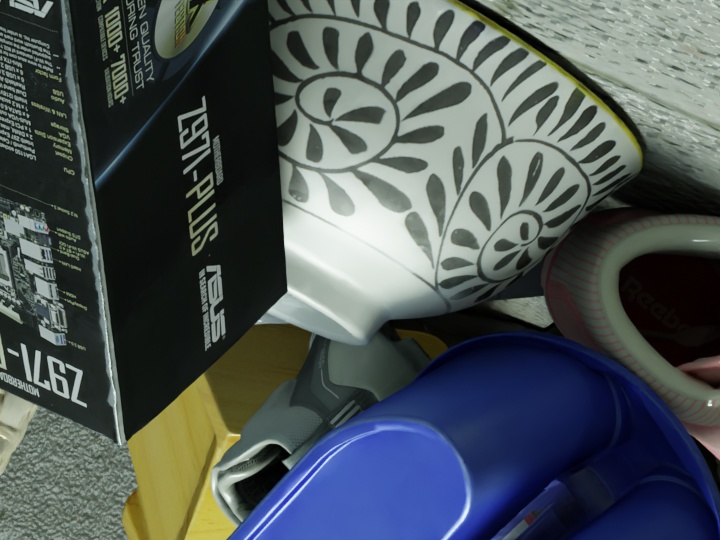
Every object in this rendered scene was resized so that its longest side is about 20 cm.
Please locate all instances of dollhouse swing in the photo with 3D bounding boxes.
[{"bbox_3d":[-0.036,0.056,1.326,0.180,0.177,0.200,6,147,-11],"label":"dollhouse swing"}]

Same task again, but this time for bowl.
[{"bbox_3d":[-0.017,-0.036,0.871,0.200,0.095,0.201,26,172,4],"label":"bowl"}]

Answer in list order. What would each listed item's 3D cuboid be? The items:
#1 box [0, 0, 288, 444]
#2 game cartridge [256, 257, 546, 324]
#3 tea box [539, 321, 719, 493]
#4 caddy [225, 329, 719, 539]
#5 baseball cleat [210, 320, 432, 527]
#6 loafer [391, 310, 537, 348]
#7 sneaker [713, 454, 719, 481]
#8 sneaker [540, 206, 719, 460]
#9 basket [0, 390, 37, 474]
[{"bbox_3d":[-0.128,-0.066,0.778,0.199,0.086,0.165,21,134,28],"label":"box"},{"bbox_3d":[0.000,0.000,1.051,0.129,0.039,0.200,-1,179,-16],"label":"game cartridge"},{"bbox_3d":[0.100,0.132,1.052,0.200,0.134,0.197,48,-168,4],"label":"tea box"},{"bbox_3d":[0.036,0.111,0.899,0.105,0.200,0.142,-21,-111,-49],"label":"caddy"},{"bbox_3d":[-0.019,0.063,1.108,0.070,0.106,0.200,50,174,5],"label":"baseball cleat"},{"bbox_3d":[0.054,0.059,1.332,0.199,0.070,0.075,21,171,30],"label":"loafer"},{"bbox_3d":[0.213,0.088,1.025,0.083,0.081,0.200,-1,160,41],"label":"sneaker"},{"bbox_3d":[0.153,0.042,0.897,0.199,0.076,0.105,30,177,-1],"label":"sneaker"},{"bbox_3d":[-0.236,-0.019,1.289,0.197,0.201,0.161,28,170,-19],"label":"basket"}]
